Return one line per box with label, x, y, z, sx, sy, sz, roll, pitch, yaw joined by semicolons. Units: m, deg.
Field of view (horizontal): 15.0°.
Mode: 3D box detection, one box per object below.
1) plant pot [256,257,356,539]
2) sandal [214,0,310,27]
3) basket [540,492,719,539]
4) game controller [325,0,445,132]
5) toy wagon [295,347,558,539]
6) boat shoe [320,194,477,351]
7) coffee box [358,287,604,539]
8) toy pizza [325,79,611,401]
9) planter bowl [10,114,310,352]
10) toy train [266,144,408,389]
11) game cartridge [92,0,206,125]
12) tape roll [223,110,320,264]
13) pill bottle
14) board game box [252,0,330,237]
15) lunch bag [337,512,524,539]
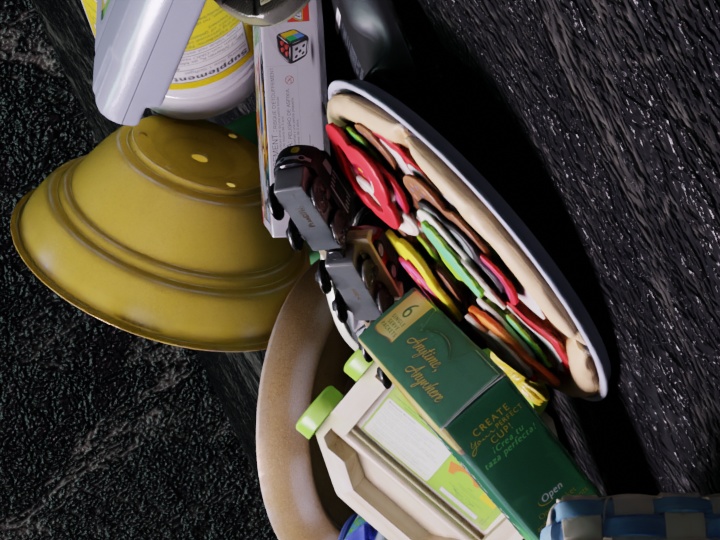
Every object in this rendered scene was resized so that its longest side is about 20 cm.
plant pot;-0.005;0.088;1.716;0.027;0.200;0.200;3;134;28
sandal;-0.044;-0.173;1.389;0.057;0.080;0.201;46;-171;-26
basket;0.128;0.200;1.160;0.176;0.139;0.201;92;180;-74
game controller;0.010;-0.100;1.401;0.200;0.042;0.105;104;152;-77
toy wagon;0.056;0.096;1.516;0.155;0.040;0.200;40;139;2
boat shoe;0.039;0.046;1.572;0.066;0.074;0.200;0;113;48
coffee box;0.086;0.106;1.368;0.200;0.044;0.123;51;178;-30
toy pizza;0.045;-0.009;1.317;0.200;0.032;0.200;48;171;10
planter bowl;-0.109;-0.040;1.689;0.200;0.200;0.084;54;132;48
toy train;0.000;0.000;1.384;0.200;0.034;0.046;58;-148;-51
game cartridge;-0.100;-0.189;1.375;0.133;0.040;0.200;123;153;-46
tape roll;-0.032;-0.016;1.865;0.201;0.048;0.200;60;172;15
pill bottle;-0.111;-0.175;1.615;0.114;0.114;0.200;59;173;22
board game box;-0.038;-0.085;1.503;0.200;0.035;0.127;-145;52;-86
lunch bag;0.047;0.232;1.612;0.161;0.082;0.200;33;-136;-23
